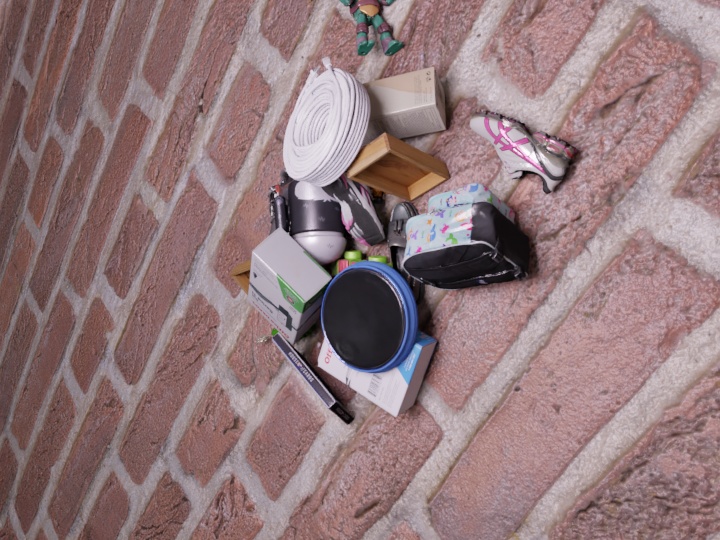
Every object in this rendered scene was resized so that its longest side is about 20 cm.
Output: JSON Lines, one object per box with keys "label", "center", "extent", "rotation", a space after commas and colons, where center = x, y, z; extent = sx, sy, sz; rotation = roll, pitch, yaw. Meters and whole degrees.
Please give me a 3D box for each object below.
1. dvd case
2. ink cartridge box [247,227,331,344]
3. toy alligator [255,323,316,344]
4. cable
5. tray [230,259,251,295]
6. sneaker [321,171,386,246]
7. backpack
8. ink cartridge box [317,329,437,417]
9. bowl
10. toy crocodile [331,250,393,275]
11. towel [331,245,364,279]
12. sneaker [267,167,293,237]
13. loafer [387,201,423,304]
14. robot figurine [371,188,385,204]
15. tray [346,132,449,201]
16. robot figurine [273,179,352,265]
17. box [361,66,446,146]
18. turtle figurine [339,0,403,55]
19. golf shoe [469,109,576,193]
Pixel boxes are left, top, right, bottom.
{"label": "dvd case", "center": [-0.099, 0.228, 1.226], "extent": [0.025, 0.151, 0.200], "rotation": [-41, 61, -7]}
{"label": "ink cartridge box", "center": [-0.147, 0.037, 1.163], "extent": [0.146, 0.083, 0.202], "rotation": [41, 150, 12]}
{"label": "toy alligator", "center": [-0.159, 0.140, 1.327], "extent": [0.197, 0.060, 0.054], "rotation": [-31, 113, 33]}
{"label": "cable", "center": [-0.063, -0.250, 1.028], "extent": [0.202, 0.068, 0.201], "rotation": [-55, 40, 19]}
{"label": "tray", "center": [-0.202, 0.013, 1.313], "extent": [0.197, 0.037, 0.099], "rotation": [-16, 121, 45]}
{"label": "sneaker", "center": [-0.001, -0.145, 1.127], "extent": [0.079, 0.087, 0.203], "rotation": [-8, 123, 42]}
{"label": "backpack", "center": [0.170, -0.046, 0.998], "extent": [0.196, 0.175, 0.155], "rotation": [-20, 56, 40]}
{"label": "ink cartridge box", "center": [0.030, 0.160, 1.134], "extent": [0.196, 0.083, 0.149], "rotation": [27, 107, 26]}
{"label": "bowl", "center": [0.011, 0.086, 1.069], "extent": [0.195, 0.039, 0.209], "rotation": [2, 94, 30]}
{"label": "toy crocodile", "center": [0.000, 0.000, 1.161], "extent": [0.197, 0.060, 0.070], "rotation": [12, 103, 50]}
{"label": "towel", "center": [0.000, 0.070, 1.221], "extent": [0.201, 0.022, 0.146], "rotation": [48, 116, 27]}
{"label": "sneaker", "center": [-0.177, -0.138, 1.264], "extent": [0.076, 0.081, 0.205], "rotation": [-25, 39, 38]}
{"label": "loafer", "center": [0.085, -0.034, 1.130], "extent": [0.070, 0.062, 0.208], "rotation": [-9, 85, 36]}
{"label": "robot figurine", "center": [0.007, -0.232, 1.192], "extent": [0.201, 0.057, 0.147], "rotation": [49, 120, 27]}
{"label": "tray", "center": [0.069, -0.182, 1.055], "extent": [0.097, 0.197, 0.038], "rotation": [-28, 67, 32]}
{"label": "robot figurine", "center": [-0.087, -0.114, 1.178], "extent": [0.145, 0.124, 0.208], "rotation": [-4, 84, 17]}
{"label": "box", "center": [0.057, -0.301, 1.094], "extent": [0.193, 0.095, 0.081], "rotation": [-6, 71, 19]}
{"label": "turtle figurine", "center": [0.017, -0.534, 1.165], "extent": [0.144, 0.101, 0.207], "rotation": [-12, 83, -5]}
{"label": "golf shoe", "center": [0.259, -0.206, 0.990], "extent": [0.198, 0.072, 0.094], "rotation": [36, 112, 31]}
